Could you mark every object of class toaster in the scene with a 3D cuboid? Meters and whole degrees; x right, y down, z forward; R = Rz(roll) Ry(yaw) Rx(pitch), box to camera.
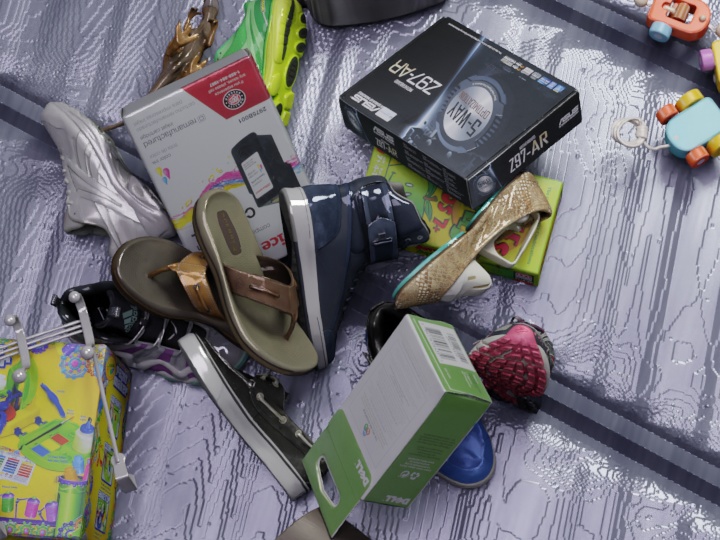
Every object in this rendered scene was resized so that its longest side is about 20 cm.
[{"bbox_3d":[0.005,-0.336,1.802,0.198,0.129,0.115,-11,72,3],"label":"toaster"}]

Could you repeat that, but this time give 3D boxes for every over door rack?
[{"bbox_3d":[-0.306,0.131,1.606,0.146,0.067,0.202,-19,72,1],"label":"over door rack"}]

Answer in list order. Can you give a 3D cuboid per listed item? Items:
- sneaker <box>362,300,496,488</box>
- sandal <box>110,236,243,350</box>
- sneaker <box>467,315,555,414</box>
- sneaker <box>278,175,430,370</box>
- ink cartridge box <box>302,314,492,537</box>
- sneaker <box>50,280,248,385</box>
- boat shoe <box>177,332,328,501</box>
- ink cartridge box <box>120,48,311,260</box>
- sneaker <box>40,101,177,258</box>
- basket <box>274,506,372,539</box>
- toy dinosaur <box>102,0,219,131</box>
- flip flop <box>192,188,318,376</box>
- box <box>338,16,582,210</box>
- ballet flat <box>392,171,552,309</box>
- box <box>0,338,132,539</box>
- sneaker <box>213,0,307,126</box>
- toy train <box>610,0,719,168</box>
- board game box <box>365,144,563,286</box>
[{"bbox_3d":[0.065,0.119,1.675,0.076,0.111,0.201,-28,74,-3],"label":"sneaker"},{"bbox_3d":[-0.146,0.021,1.661,0.199,0.055,0.082,30,52,-16],"label":"sandal"},{"bbox_3d":[0.148,0.078,1.631,0.080,0.200,0.075,21,79,8],"label":"sneaker"},{"bbox_3d":[0.001,0.000,1.701,0.145,0.204,0.077,-12,32,-15],"label":"sneaker"},{"bbox_3d":[0.030,0.150,1.598,0.201,0.059,0.104,-55,40,27],"label":"ink cartridge box"},{"bbox_3d":[-0.215,0.058,1.704,0.198,0.140,0.079,7,74,8],"label":"sneaker"},{"bbox_3d":[-0.103,0.133,1.689,0.064,0.071,0.201,-39,103,-8],"label":"boat shoe"},{"bbox_3d":[-0.134,-0.100,1.724,0.145,0.083,0.201,-26,105,-2],"label":"ink cartridge box"},{"bbox_3d":[-0.285,-0.089,1.789,0.099,0.078,0.200,-40,75,-2],"label":"sneaker"},{"bbox_3d":[-0.004,0.332,1.613,0.180,0.136,0.200,-46,71,5],"label":"basket"},{"bbox_3d":[-0.196,-0.214,1.821,0.060,0.106,0.201,39,76,-9],"label":"toy dinosaur"},{"bbox_3d":[-0.096,0.009,1.643,0.057,0.081,0.202,-28,83,37],"label":"flip flop"},{"bbox_3d":[0.100,-0.164,1.733,0.160,0.044,0.200,-38,50,-20],"label":"box"},{"bbox_3d":[0.117,-0.018,1.670,0.065,0.071,0.200,44,71,7],"label":"ballet flat"},{"bbox_3d":[-0.346,0.173,1.695,0.198,0.122,0.195,4,74,7],"label":"box"},{"bbox_3d":[-0.116,-0.196,1.814,0.083,0.074,0.202,10,77,35],"label":"sneaker"},{"bbox_3d":[0.336,-0.197,1.771,0.149,0.056,0.202,17,73,11],"label":"toy train"},{"bbox_3d":[0.100,-0.062,1.757,0.198,0.048,0.103,15,76,10],"label":"board game box"}]
